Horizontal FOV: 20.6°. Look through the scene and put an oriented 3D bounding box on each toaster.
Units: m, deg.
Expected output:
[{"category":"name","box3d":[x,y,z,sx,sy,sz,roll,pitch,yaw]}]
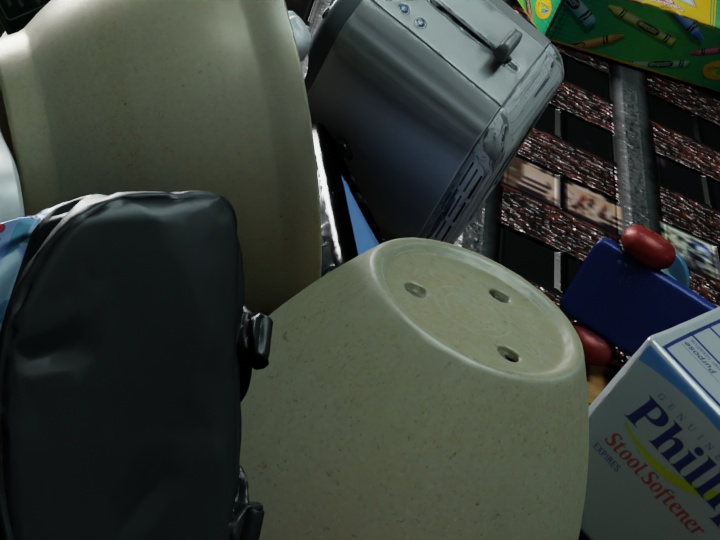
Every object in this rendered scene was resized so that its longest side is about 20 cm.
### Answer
[{"category":"toaster","box3d":[0.029,-0.092,1.160,0.129,0.200,0.114,36,53,4]}]

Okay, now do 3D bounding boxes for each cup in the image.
[{"category":"cup","box3d":[0.021,0.071,0.871,0.200,0.143,0.200,21,26,-11]}]

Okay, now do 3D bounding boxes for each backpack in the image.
[{"category":"backpack","box3d":[-0.130,0.054,0.724,0.153,0.164,0.200,3,-2,-19]}]

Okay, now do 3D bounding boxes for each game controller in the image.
[{"category":"game controller","box3d":[0.000,0.000,1.052,0.104,0.042,0.200,52,13,-28]}]

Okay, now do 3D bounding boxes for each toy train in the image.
[{"category":"toy train","box3d":[0.222,0.050,1.179,0.200,0.085,0.116,33,13,12]}]

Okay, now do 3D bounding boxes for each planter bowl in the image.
[{"category":"planter bowl","box3d":[-0.108,-0.063,0.972,0.134,0.201,0.200,-11,38,-13]}]

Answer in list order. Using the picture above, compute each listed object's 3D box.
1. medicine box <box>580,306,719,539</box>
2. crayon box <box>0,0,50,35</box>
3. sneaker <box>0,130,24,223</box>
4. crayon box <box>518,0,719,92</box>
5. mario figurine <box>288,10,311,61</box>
[{"category":"medicine box","box3d":[0.216,0.112,0.984,0.182,0.103,0.200,47,31,17]},{"category":"crayon box","box3d":[-0.219,-0.225,1.210,0.051,0.127,0.200,-25,39,0]},{"category":"sneaker","box3d":[-0.232,-0.049,0.939,0.118,0.074,0.200,-7,22,-16]},{"category":"crayon box","box3d":[0.231,-0.225,1.699,0.200,0.058,0.119,13,30,-26]},{"category":"mario figurine","box3d":[-0.097,-0.135,1.182,0.123,0.106,0.200,22,28,-5]}]
